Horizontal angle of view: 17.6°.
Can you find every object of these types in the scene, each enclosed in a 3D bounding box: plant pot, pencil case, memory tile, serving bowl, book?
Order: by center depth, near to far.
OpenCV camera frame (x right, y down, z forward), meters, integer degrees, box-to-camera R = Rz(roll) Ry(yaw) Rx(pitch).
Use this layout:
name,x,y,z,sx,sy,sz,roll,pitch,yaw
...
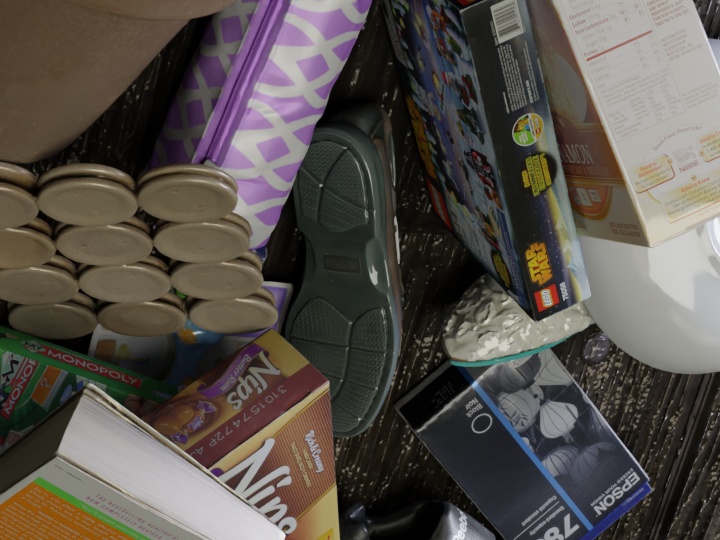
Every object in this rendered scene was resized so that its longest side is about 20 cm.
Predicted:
name,x,y,z,sx,sy,sz,roll,pitch,yaw
plant pot,-0.156,-0.149,1.116,0.199,0.201,0.175,11,129,-30
memory tile,-0.127,-0.009,1.207,0.152,0.017,0.200,-2,157,5
book,-0.147,0.150,1.231,0.133,0.048,0.200,36,138,-18
pencil case,-0.054,-0.106,1.235,0.085,0.084,0.201,-17,133,-65
serving bowl,0.216,-0.037,1.368,0.199,0.066,0.202,-2,94,-28

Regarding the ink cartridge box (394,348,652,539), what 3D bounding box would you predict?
name,x,y,z,sx,sy,sz,roll,pitch,yaw
ink cartridge box,0.113,0.121,1.471,0.099,0.039,0.200,-41,127,0

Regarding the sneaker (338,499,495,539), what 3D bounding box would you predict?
name,x,y,z,sx,sy,sz,roll,pitch,yaw
sneaker,0.062,0.188,1.442,0.199,0.067,0.091,10,121,-12

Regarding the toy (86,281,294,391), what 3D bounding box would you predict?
name,x,y,z,sx,sy,sz,roll,pitch,yaw
toy,-0.110,0.098,1.347,0.114,0.047,0.201,4,114,-25

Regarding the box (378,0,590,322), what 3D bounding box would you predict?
name,x,y,z,sx,sy,sz,roll,pitch,yaw
box,0.062,-0.088,1.269,0.040,0.137,0.201,-24,124,-11

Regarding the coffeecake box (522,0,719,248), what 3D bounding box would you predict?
name,x,y,z,sx,sy,sz,roll,pitch,yaw
coffeecake box,0.121,-0.121,1.224,0.073,0.153,0.201,-24,98,-9

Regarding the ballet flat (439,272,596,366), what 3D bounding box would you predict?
name,x,y,z,sx,sy,sz,roll,pitch,yaw
ballet flat,0.130,-0.001,1.397,0.199,0.072,0.072,-17,123,-26

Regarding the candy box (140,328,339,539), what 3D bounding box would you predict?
name,x,y,z,sx,sy,sz,roll,pitch,yaw
candy box,-0.072,0.137,1.321,0.116,0.056,0.201,-34,148,-24

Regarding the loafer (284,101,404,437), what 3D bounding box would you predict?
name,x,y,z,sx,sy,sz,roll,pitch,yaw
loafer,0.000,0.000,1.335,0.063,0.071,0.201,-45,143,-51

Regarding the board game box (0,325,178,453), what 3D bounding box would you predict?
name,x,y,z,sx,sy,sz,roll,pitch,yaw
board game box,-0.199,0.134,1.309,0.134,0.029,0.201,20,110,-11
